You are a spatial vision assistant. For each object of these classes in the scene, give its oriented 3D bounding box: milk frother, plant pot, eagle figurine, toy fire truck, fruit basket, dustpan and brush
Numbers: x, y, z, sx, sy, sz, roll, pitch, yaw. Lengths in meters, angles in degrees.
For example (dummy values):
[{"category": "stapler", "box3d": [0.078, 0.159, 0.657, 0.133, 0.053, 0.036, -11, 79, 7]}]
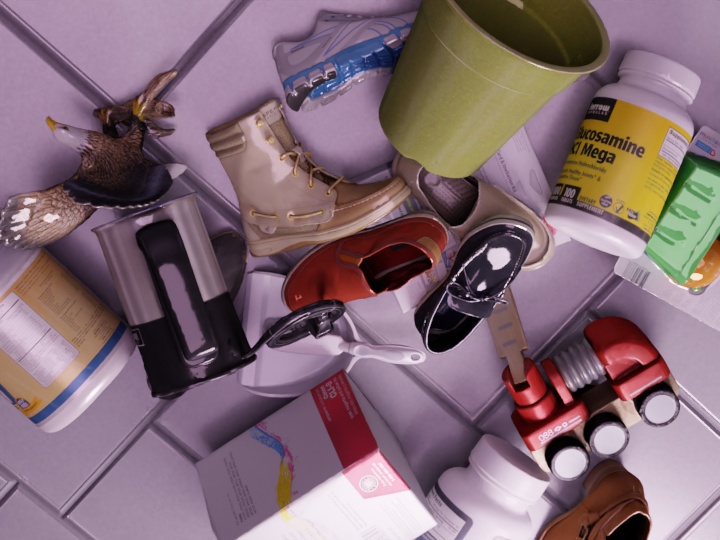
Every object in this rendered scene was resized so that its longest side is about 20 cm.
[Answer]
[{"category": "milk frother", "box3d": [-0.144, 0.009, 1.658, 0.200, 0.180, 0.188, -22, 96, -28]}, {"category": "plant pot", "box3d": [0.112, -0.199, 1.605, 0.200, 0.200, 0.190, 27, 129, -10]}, {"category": "eagle figurine", "box3d": [-0.265, -0.098, 1.634, 0.151, 0.200, 0.152, 14, 143, 1]}, {"category": "toy fire truck", "box3d": [0.226, 0.096, 1.763, 0.176, 0.129, 0.200, -31, 114, 4]}, {"category": "fruit basket", "box3d": [0.396, -0.036, 1.758, 0.200, 0.094, 0.185, 26, 102, -25]}, {"category": "dustpan and brush", "box3d": [-0.030, 0.079, 1.760, 0.200, 0.057, 0.140, 5, 103, -5]}]

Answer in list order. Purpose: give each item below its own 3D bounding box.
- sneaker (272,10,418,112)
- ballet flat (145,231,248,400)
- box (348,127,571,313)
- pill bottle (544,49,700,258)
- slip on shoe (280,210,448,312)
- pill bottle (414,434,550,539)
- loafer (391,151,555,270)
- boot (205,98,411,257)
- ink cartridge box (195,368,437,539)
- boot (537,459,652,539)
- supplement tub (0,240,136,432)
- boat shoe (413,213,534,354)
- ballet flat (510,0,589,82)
[{"category": "sneaker", "box3d": [0.000, -0.243, 1.680, 0.200, 0.075, 0.087, -22, 67, -12]}, {"category": "ballet flat", "box3d": [-0.181, 0.047, 1.756, 0.066, 0.057, 0.200, 27, 95, -1]}, {"category": "box", "box3d": [0.105, -0.065, 1.743, 0.200, 0.041, 0.156, -24, 105, 4]}, {"category": "pill bottle", "box3d": [0.279, -0.123, 1.692, 0.112, 0.112, 0.200, 24, 86, -9]}, {"category": "slip on shoe", "box3d": [0.000, 0.000, 1.679, 0.200, 0.061, 0.074, -22, 121, 24]}, {"category": "pill bottle", "box3d": [0.120, 0.289, 1.792, 0.120, 0.120, 0.200, 32, 100, -10]}, {"category": "loafer", "box3d": [0.119, -0.060, 1.689, 0.200, 0.068, 0.076, 32, 100, -11]}, {"category": "boot", "box3d": [-0.057, -0.108, 1.682, 0.200, 0.073, 0.156, -15, 103, 32]}, {"category": "ink cartridge box", "box3d": [-0.051, 0.240, 1.736, 0.200, 0.145, 0.145, -32, 128, 4]}, {"category": "boot", "box3d": [0.259, 0.317, 1.789, 0.077, 0.155, 0.200, 31, 100, -11]}, {"category": "supplement tub", "box3d": [-0.350, 0.056, 1.691, 0.145, 0.145, 0.200, -45, 102, 7]}, {"category": "boat shoe", "box3d": [0.119, 0.017, 1.681, 0.075, 0.062, 0.200, 21, 133, -20]}, {"category": "ballet flat", "box3d": [0.172, -0.268, 1.684, 0.072, 0.072, 0.200, -39, 104, 6]}]
